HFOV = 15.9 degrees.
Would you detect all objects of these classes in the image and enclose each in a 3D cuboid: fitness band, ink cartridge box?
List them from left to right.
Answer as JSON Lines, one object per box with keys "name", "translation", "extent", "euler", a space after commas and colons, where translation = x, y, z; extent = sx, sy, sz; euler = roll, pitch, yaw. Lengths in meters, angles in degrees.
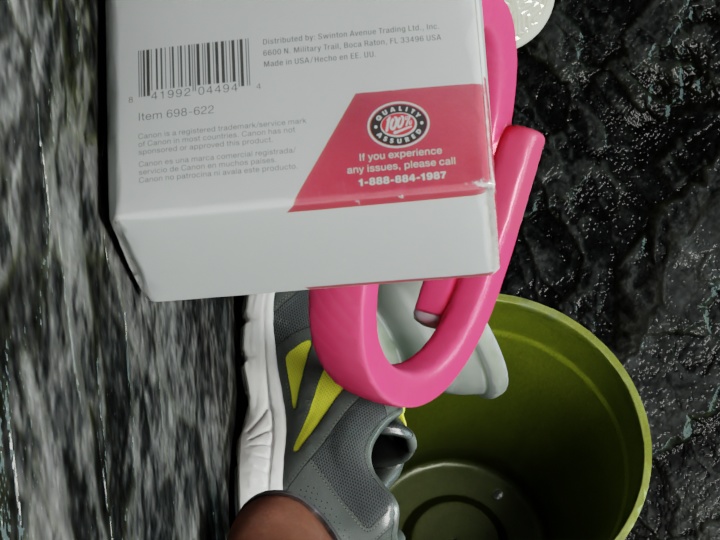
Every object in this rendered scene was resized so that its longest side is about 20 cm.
{"name": "ink cartridge box", "translation": [-0.023, -0.098, 1.016], "extent": [0.083, 0.145, 0.200], "euler": [74, 12, -65]}
{"name": "fitness band", "translation": [0.032, -0.035, 1.208], "extent": [0.144, 0.037, 0.200], "euler": [27, 78, -61]}

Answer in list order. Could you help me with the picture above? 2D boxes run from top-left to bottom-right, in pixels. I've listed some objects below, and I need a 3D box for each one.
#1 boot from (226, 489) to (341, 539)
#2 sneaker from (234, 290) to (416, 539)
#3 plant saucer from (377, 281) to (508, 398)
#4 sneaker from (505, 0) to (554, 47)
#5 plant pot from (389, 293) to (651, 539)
{"name": "boot", "translation": [-0.050, 0.184, 1.039], "extent": [0.200, 0.068, 0.189], "euler": [18, 74, -76]}
{"name": "sneaker", "translation": [-0.014, 0.070, 1.259], "extent": [0.075, 0.085, 0.200], "euler": [80, 8, -52]}
{"name": "plant saucer", "translation": [0.000, 0.000, 1.397], "extent": [0.200, 0.050, 0.200], "euler": [51, -9, 11]}
{"name": "sneaker", "translation": [0.006, -0.185, 1.316], "extent": [0.077, 0.200, 0.111], "euler": [-60, -148, 6]}
{"name": "plant pot", "translation": [0.069, 0.146, 1.643], "extent": [0.193, 0.200, 0.201], "euler": [101, -12, -63]}
